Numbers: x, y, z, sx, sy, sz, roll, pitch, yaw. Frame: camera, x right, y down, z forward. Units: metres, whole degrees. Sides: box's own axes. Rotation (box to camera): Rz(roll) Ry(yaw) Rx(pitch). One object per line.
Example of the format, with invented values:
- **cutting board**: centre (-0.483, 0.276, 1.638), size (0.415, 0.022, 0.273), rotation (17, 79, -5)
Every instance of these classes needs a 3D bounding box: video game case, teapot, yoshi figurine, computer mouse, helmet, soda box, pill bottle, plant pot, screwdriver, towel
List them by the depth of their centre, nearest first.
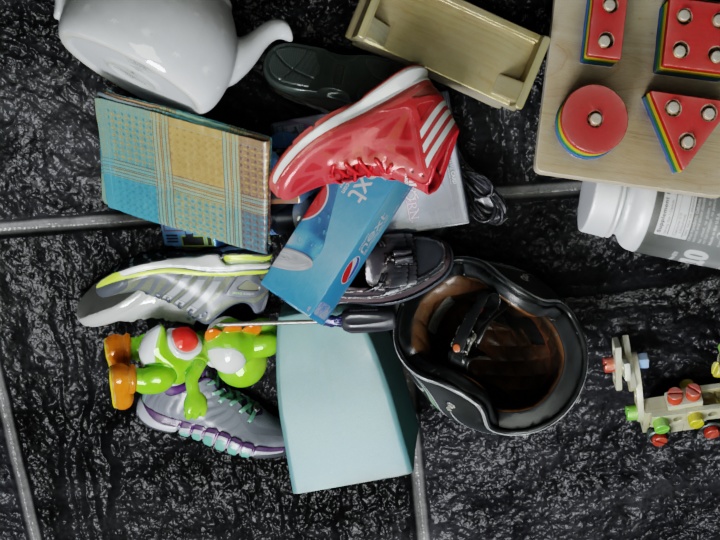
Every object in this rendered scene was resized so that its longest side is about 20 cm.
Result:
- **teapot**: centre (-0.204, -0.262, 1.625), size (0.196, 0.200, 0.147), rotation (20, 80, 32)
- **towel**: centre (-0.183, -0.103, 1.672), size (0.198, 0.022, 0.148), rotation (16, 129, 16)
- **soda box**: centre (-0.018, -0.048, 1.675), size (0.067, 0.064, 0.201), rotation (32, 88, 16)
- **pill bottle**: centre (0.339, -0.069, 1.714), size (0.198, 0.114, 0.115), rotation (11, 118, -2)
- **video game case**: centre (0.011, -0.106, 1.734), size (0.198, 0.019, 0.145), rotation (-9, 98, 14)
- **screwdriver**: centre (-0.058, 0.052, 1.740), size (0.197, 0.029, 0.028), rotation (2, 148, 5)
- **helmet**: centre (0.149, 0.087, 1.761), size (0.199, 0.201, 0.190), rotation (-38, 136, 20)
- **computer mouse**: centre (0.057, -0.055, 1.770), size (0.200, 0.053, 0.139), rotation (-43, 91, 15)
- **plant pot**: centre (-0.026, 0.124, 1.826), size (0.140, 0.141, 0.202), rotation (-11, 106, 9)
- **yoshi figurine**: centre (-0.188, 0.108, 1.830), size (0.198, 0.112, 0.114), rotation (-11, 93, -5)

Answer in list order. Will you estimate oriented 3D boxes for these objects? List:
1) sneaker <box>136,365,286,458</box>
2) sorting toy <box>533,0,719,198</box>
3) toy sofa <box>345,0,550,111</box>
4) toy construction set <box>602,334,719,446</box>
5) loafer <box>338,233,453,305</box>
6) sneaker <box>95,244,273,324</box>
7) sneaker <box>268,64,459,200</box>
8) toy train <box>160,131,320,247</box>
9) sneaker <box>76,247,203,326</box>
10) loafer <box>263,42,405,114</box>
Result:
- **sneaker**: centre (-0.163, 0.159, 1.886), size (0.198, 0.075, 0.088), rotation (13, 113, -3)
- **sorting toy**: centre (0.289, -0.188, 1.626), size (0.197, 0.070, 0.201), rotation (7, 87, -1)
- **toy sofa**: centre (0.090, -0.242, 1.665), size (0.198, 0.098, 0.084), rotation (23, 92, -9)
- **toy construction set**: centre (0.376, 0.135, 1.832), size (0.197, 0.093, 0.132), rotation (4, 143, 9)
- **loafer**: centre (0.000, 0.000, 1.722), size (0.198, 0.073, 0.063), rotation (-10, 162, 15)
- **sneaker**: centre (-0.191, 0.019, 1.743), size (0.197, 0.074, 0.082), rotation (-5, 101, 3)
- **sneaker**: centre (0.010, -0.108, 1.607), size (0.199, 0.078, 0.116), rotation (-37, 75, 8)
- **toy train**: centre (-0.131, -0.085, 1.727), size (0.198, 0.087, 0.116), rotation (-1, 112, 24)
- **sneaker**: centre (-0.226, 0.033, 1.827), size (0.198, 0.076, 0.089), rotation (-22, 126, 13)
- **loafer**: centre (-0.005, -0.189, 1.692), size (0.198, 0.063, 0.073), rotation (18, 74, 4)
